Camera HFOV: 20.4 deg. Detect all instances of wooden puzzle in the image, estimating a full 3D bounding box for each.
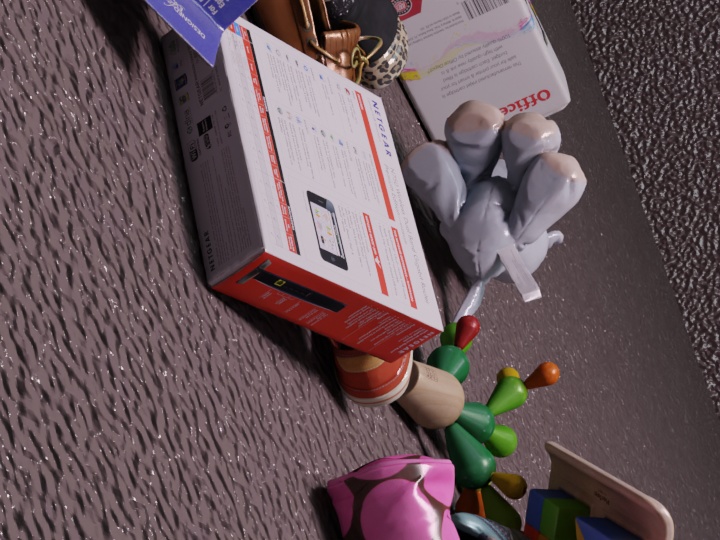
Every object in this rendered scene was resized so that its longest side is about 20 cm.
[{"bbox_3d":[0.158,0.240,1.450,0.185,0.046,0.200,-155,-114,-68],"label":"wooden puzzle"}]

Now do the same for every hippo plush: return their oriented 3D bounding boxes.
[{"bbox_3d":[0.144,-0.052,1.844,0.161,0.159,0.200,26,43,-68],"label":"hippo plush"}]

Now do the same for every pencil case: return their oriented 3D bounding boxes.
[{"bbox_3d":[0.050,0.211,1.252,0.094,0.091,0.200,-13,81,-40],"label":"pencil case"}]

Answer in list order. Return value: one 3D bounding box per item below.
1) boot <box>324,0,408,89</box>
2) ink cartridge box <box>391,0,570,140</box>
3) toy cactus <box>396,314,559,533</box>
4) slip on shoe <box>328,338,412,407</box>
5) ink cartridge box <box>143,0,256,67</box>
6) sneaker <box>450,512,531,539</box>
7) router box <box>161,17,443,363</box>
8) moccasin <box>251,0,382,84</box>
[{"bbox_3d":[-0.016,-0.274,1.780,0.154,0.073,0.204,56,22,-47],"label":"boot"},{"bbox_3d":[0.103,-0.234,1.998,0.083,0.146,0.200,-90,154,-62],"label":"ink cartridge box"},{"bbox_3d":[0.084,0.112,1.545,0.165,0.102,0.200,35,44,-48],"label":"toy cactus"},{"bbox_3d":[0.000,0.000,1.410,0.061,0.074,0.200,67,14,-51],"label":"slip on shoe"},{"bbox_3d":[-0.137,-0.248,1.258,0.198,0.047,0.200,45,21,-23],"label":"ink cartridge box"},{"bbox_3d":[0.094,0.256,1.403,0.086,0.078,0.200,38,23,-40],"label":"sneaker"},{"bbox_3d":[-0.038,-0.055,1.309,0.179,0.049,0.200,26,41,-45],"label":"router box"},{"bbox_3d":[-0.028,-0.176,1.563,0.202,0.078,0.074,66,14,-4],"label":"moccasin"}]
